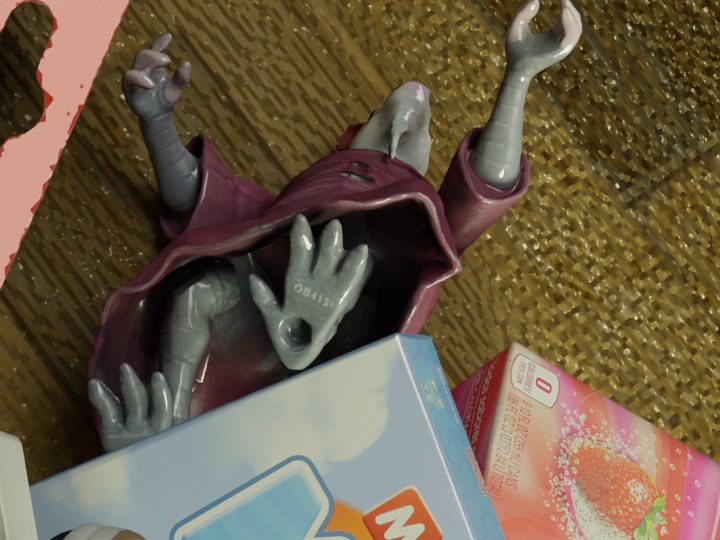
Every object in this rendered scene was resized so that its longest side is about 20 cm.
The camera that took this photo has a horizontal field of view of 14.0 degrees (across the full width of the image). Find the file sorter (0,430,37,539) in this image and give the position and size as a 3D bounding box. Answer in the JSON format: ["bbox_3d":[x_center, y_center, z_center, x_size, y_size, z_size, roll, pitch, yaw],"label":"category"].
[{"bbox_3d":[-0.172,0.114,0.578,0.125,0.200,0.139,33,39,-57],"label":"file sorter"}]

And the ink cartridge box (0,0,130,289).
[{"bbox_3d":[-0.161,-0.085,0.799,0.200,0.047,0.160,27,76,-18],"label":"ink cartridge box"}]

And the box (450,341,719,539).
[{"bbox_3d":[0.040,0.137,0.815,0.103,0.095,0.200,31,48,-18],"label":"box"}]

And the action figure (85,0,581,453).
[{"bbox_3d":[0.000,0.000,0.871,0.200,0.134,0.149,-51,137,-69],"label":"action figure"}]

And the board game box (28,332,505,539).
[{"bbox_3d":[-0.051,0.121,0.687,0.037,0.200,0.151,16,52,-75],"label":"board game box"}]

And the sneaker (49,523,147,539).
[{"bbox_3d":[-0.114,0.142,0.648,0.108,0.200,0.070,16,4,16],"label":"sneaker"}]
